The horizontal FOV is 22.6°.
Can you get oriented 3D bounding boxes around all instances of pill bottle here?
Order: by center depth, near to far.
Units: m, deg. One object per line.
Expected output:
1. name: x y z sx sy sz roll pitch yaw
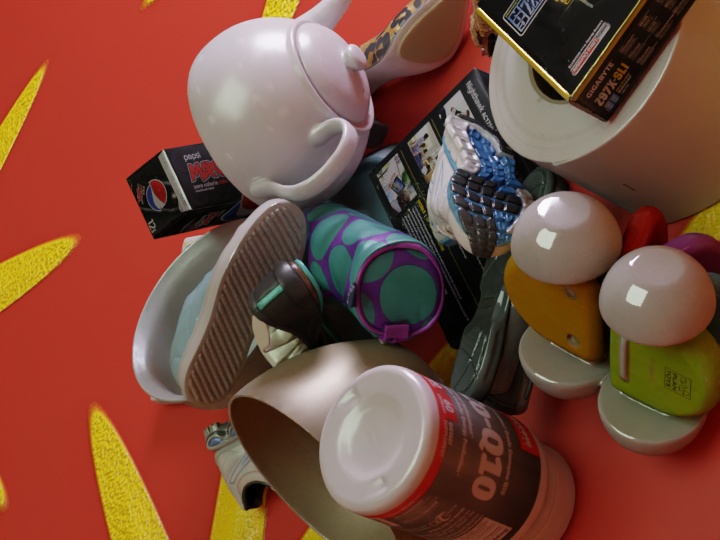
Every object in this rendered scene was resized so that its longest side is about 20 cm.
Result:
1. pill bottle: 0.072 0.155 1.392 0.113 0.199 0.115 -20 58 37

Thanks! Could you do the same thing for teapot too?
1. teapot: -0.054 -0.157 1.661 0.145 0.197 0.201 -31 82 26

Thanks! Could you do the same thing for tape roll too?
1. tape roll: 0.219 -0.157 1.427 0.202 0.138 0.205 -27 52 40

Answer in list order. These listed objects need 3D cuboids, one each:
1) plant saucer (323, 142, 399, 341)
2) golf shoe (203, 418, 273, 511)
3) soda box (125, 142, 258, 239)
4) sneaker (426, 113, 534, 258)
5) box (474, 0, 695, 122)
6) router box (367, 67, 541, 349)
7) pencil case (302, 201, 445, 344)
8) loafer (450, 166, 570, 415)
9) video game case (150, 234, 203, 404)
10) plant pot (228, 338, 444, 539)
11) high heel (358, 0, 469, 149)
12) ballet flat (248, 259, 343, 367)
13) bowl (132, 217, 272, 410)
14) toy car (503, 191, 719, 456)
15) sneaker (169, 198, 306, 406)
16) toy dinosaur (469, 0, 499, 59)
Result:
1. plant saucer: 0.005 -0.033 1.711 0.199 0.036 0.202 -26 53 41
2. golf shoe: -0.060 0.158 1.683 0.200 0.078 0.098 -35 66 41
3. soda box: -0.132 -0.087 1.769 0.063 0.199 0.071 -33 80 37
4. sneaker: 0.090 -0.047 1.458 0.200 0.074 0.087 -89 22 -63
5. box: 0.190 -0.235 1.348 0.201 0.049 0.160 -54 37 15
6. router box: 0.103 -0.051 1.562 0.149 0.051 0.201 -44 54 28
7. pencil case: 0.000 0.000 1.568 0.200 0.084 0.093 -147 70 -67
8. loafer: 0.133 0.019 1.454 0.072 0.062 0.202 4 73 69
9. video game case: -0.137 0.045 1.856 0.199 0.023 0.184 -8 66 49
10. plant pot: 0.003 0.136 1.527 0.134 0.201 0.200 -44 31 -22
11. high heel: 0.029 -0.232 1.758 0.201 0.071 0.143 -56 35 16
12. ballet flat: -0.060 0.048 1.559 0.068 0.200 0.068 -37 65 -6
13. bowl: -0.117 0.057 1.725 0.200 0.090 0.202 -27 44 29
14. toy car: 0.210 0.023 1.349 0.149 0.176 0.199 -35 49 -26
15. sneaker: -0.121 0.016 1.605 0.201 0.074 0.082 -60 38 9
16. toy dinosaur: 0.134 -0.225 1.530 0.200 0.101 0.137 -100 23 -85
